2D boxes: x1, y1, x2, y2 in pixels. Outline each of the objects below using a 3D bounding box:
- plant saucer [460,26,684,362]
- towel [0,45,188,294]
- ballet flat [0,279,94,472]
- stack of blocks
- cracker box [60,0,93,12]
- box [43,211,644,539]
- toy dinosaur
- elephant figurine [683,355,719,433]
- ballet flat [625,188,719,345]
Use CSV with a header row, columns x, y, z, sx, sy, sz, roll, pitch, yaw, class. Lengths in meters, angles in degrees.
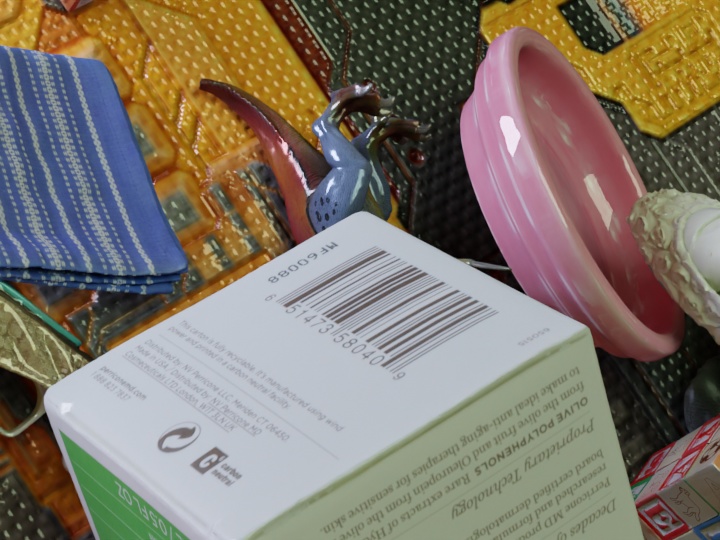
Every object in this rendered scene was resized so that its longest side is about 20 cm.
x,y,z,sx,sy,sz,roll,pitch,yaw,class
0.114,-0.036,1.316,0.201,0.051,0.201,50,24,-32,plant saucer
-0.178,-0.058,1.186,0.199,0.024,0.146,5,56,-50,towel
-0.147,0.064,1.184,0.199,0.070,0.066,33,84,-8,ballet flat
0.246,0.173,1.301,0.200,0.115,0.059,45,56,-4,stack of blocks
-0.118,-0.249,1.330,0.200,0.058,0.134,-33,87,-35,cracker box
-0.004,0.110,1.096,0.199,0.199,0.172,-30,121,-21,box
0.000,0.000,1.295,0.198,0.105,0.183,6,76,18,toy dinosaur
0.260,0.083,1.350,0.154,0.142,0.201,20,74,14,elephant figurine
0.220,0.016,1.263,0.071,0.072,0.200,-17,57,-32,ballet flat
